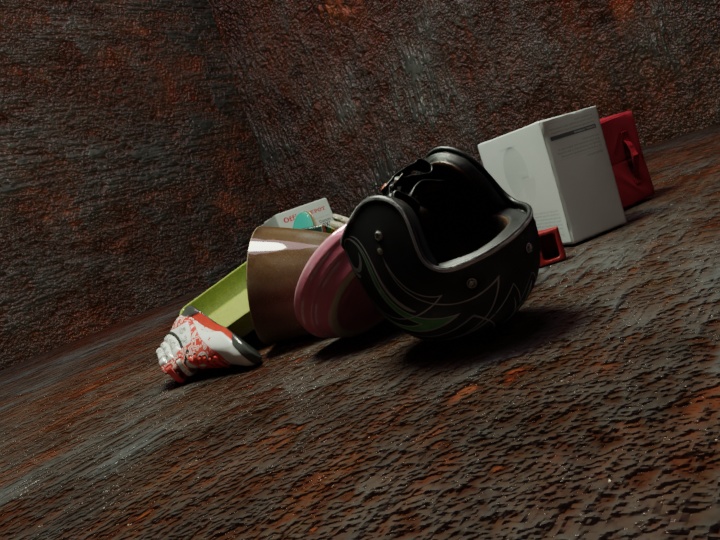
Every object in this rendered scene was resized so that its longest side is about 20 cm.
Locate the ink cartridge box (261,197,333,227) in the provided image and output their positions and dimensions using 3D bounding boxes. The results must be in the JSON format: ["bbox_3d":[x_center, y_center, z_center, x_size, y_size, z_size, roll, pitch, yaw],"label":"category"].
[{"bbox_3d":[-0.114,-0.046,1.540,0.144,0.202,0.083,-23,-1,-32],"label":"ink cartridge box"}]

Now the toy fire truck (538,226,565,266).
[{"bbox_3d":[0.221,-0.025,1.079,0.198,0.049,0.141,-17,7,20],"label":"toy fire truck"}]

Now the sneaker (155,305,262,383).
[{"bbox_3d":[-0.238,0.134,1.044,0.200,0.067,0.108,23,72,44],"label":"sneaker"}]

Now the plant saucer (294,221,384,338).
[{"bbox_3d":[0.004,0.017,0.925,0.199,0.202,0.051,-23,50,-33],"label":"plant saucer"}]

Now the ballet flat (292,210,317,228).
[{"bbox_3d":[-0.106,-0.026,1.459,0.070,0.202,0.065,-10,-14,26],"label":"ballet flat"}]

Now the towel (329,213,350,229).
[{"bbox_3d":[0.031,-0.068,1.367,0.132,0.035,0.200,18,3,-31],"label":"towel"}]

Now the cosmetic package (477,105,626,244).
[{"bbox_3d":[0.325,-0.152,1.173,0.122,0.202,0.199,-18,6,-18],"label":"cosmetic package"}]

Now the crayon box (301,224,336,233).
[{"bbox_3d":[-0.063,-0.018,1.385,0.050,0.128,0.200,-10,-4,11],"label":"crayon box"}]

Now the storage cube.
[{"bbox_3d":[0.425,-0.187,1.329,0.179,0.173,0.200,-23,8,-24],"label":"storage cube"}]

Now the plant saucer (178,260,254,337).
[{"bbox_3d":[-0.234,0.076,1.206,0.199,0.048,0.200,-35,26,7],"label":"plant saucer"}]

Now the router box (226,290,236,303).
[{"bbox_3d":[-0.208,0.063,1.400,0.148,0.052,0.200,-15,-6,-18],"label":"router box"}]

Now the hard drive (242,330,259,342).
[{"bbox_3d":[-0.154,0.093,1.264,0.198,0.033,0.140,-17,6,18],"label":"hard drive"}]

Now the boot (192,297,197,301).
[{"bbox_3d":[-0.314,0.093,1.634,0.137,0.078,0.199,-17,18,-29],"label":"boot"}]

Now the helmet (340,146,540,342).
[{"bbox_3d":[0.093,-0.017,0.737,0.200,0.191,0.200,-45,-9,-9],"label":"helmet"}]

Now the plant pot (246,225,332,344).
[{"bbox_3d":[-0.056,0.018,1.076,0.198,0.189,0.187,-3,8,9],"label":"plant pot"}]
